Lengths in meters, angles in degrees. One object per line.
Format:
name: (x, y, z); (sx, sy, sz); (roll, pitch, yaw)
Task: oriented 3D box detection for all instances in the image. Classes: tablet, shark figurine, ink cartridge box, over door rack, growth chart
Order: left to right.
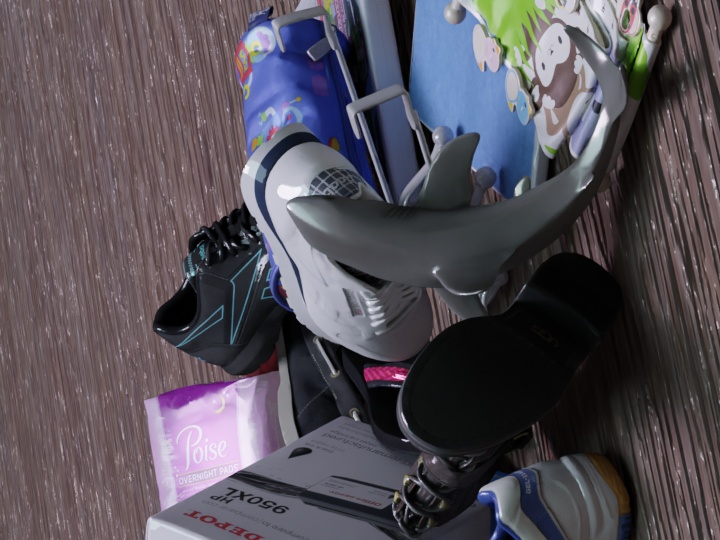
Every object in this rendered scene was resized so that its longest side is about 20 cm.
ink cartridge box: (-0.013, 0.170, 1.636); (0.144, 0.200, 0.085); (18, 115, 31)
over door rack: (0.039, -0.059, 1.621); (0.200, 0.066, 0.148); (58, 176, -32)
tablet: (0.073, -0.124, 1.671); (0.200, 0.014, 0.131); (-132, 42, -59)
shark figurine: (0.077, -0.026, 1.486); (0.128, 0.214, 0.090); (53, -158, -19)
growth chart: (0.106, -0.136, 1.545); (0.200, 0.018, 0.145); (55, 143, 42)

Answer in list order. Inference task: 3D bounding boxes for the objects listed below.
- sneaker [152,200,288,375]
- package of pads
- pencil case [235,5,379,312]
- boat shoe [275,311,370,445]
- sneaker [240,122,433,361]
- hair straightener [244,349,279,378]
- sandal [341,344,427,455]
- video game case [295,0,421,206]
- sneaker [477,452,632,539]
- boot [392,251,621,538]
sneaker: (-0.069, -0.009, 1.858); (0.200, 0.079, 0.076); (-58, 26, 32)
package of pads: (-0.083, 0.177, 2.020); (0.120, 0.075, 0.201); (-15, 79, 35)
pencil case: (-0.029, -0.072, 1.755); (0.087, 0.078, 0.201); (-47, 42, 42)
boat shoe: (-0.021, 0.062, 1.915); (0.201, 0.067, 0.072); (-99, -17, -47)
sneaker: (0.000, 0.000, 1.632); (0.080, 0.077, 0.200); (30, 165, 39)
hair straightener: (-0.068, -0.015, 2.025); (0.077, 0.041, 0.201); (-104, 12, -47)
sandal: (0.033, 0.066, 1.733); (0.200, 0.075, 0.045); (-133, 39, -64)
video game case: (-0.004, -0.110, 1.855); (0.182, 0.023, 0.201); (128, 135, -68)
sneaker: (0.093, 0.193, 1.574); (0.075, 0.088, 0.201); (-132, 41, -57)
boot: (0.061, 0.090, 1.527); (0.069, 0.200, 0.174); (42, 133, 13)
